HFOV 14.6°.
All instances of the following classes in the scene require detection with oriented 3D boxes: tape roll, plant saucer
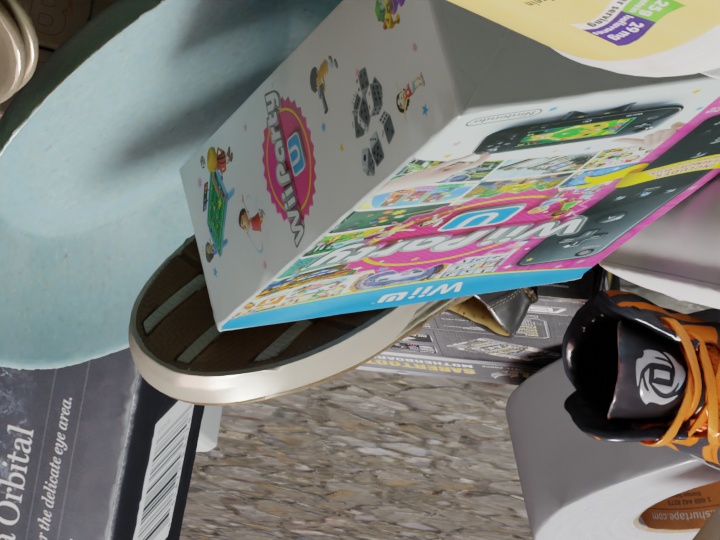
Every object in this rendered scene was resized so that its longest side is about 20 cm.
[{"bbox_3d":[0.169,0.074,1.276,0.200,0.066,0.200,-10,161,-3],"label":"tape roll"},{"bbox_3d":[-0.068,-0.049,0.969,0.039,0.201,0.201,49,-179,24],"label":"plant saucer"}]

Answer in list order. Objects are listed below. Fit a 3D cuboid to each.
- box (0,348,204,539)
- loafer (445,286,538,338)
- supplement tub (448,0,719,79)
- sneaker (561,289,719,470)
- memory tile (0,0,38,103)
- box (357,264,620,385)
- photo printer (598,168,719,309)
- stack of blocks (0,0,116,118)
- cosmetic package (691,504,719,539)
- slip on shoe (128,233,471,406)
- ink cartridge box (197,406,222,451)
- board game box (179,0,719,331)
[{"bbox_3d":[-0.173,0.060,1.170,0.200,0.197,0.117,16,-159,11],"label":"box"},{"bbox_3d":[-0.019,-0.024,1.124,0.200,0.072,0.073,9,165,-1],"label":"loafer"},{"bbox_3d":[0.041,-0.126,0.607,0.200,0.146,0.145,20,161,-34],"label":"supplement tub"},{"bbox_3d":[0.151,0.057,1.076,0.112,0.078,0.200,13,178,-38],"label":"sneaker"},{"bbox_3d":[-0.201,-0.112,0.872,0.200,0.017,0.154,-1,126,27],"label":"memory tile"},{"bbox_3d":[0.014,0.005,1.253,0.200,0.048,0.158,5,165,10],"label":"box"},{"bbox_3d":[0.178,-0.011,1.007,0.166,0.070,0.200,12,-179,-11],"label":"photo printer"},{"bbox_3d":[-0.175,-0.087,1.013,0.200,0.059,0.115,14,163,-19],"label":"stack of blocks"},{"bbox_3d":[0.232,0.088,1.147,0.103,0.200,0.087,25,-159,-38],"label":"cosmetic package"},{"bbox_3d":[0.000,0.000,1.021,0.076,0.200,0.061,39,144,23],"label":"slip on shoe"},{"bbox_3d":[-0.160,0.020,1.332,0.146,0.083,0.200,3,162,17],"label":"ink cartridge box"},{"bbox_3d":[0.046,-0.048,0.893,0.147,0.064,0.200,-8,166,-26],"label":"board game box"}]
